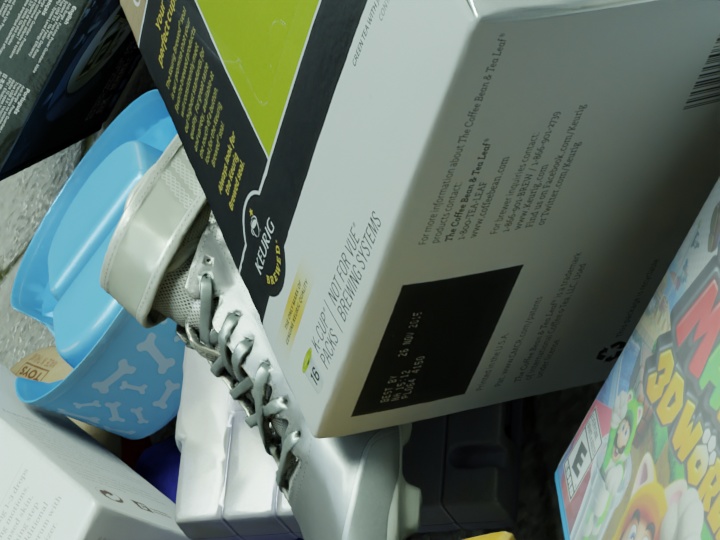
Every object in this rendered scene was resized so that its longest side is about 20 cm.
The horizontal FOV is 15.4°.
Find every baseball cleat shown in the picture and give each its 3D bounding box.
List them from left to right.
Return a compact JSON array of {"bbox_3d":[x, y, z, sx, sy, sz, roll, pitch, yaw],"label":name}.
[{"bbox_3d":[-0.035,0.030,0.899,0.070,0.106,0.201,107,161,-50],"label":"baseball cleat"}]

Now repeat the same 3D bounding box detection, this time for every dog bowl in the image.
[{"bbox_3d":[-0.090,-0.001,1.089,0.112,0.049,0.200,-52,20,12],"label":"dog bowl"}]

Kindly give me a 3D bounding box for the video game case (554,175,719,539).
[{"bbox_3d":[0.106,0.034,0.721,0.144,0.018,0.201,-95,25,-51],"label":"video game case"}]

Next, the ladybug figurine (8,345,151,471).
[{"bbox_3d":[-0.139,0.129,1.137,0.136,0.072,0.201,15,85,59],"label":"ladybug figurine"}]

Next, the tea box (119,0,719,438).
[{"bbox_3d":[0.028,-0.090,0.837,0.197,0.133,0.200,64,152,30],"label":"tea box"}]

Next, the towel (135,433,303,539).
[{"bbox_3d":[-0.040,0.135,1.003,0.148,0.049,0.201,-40,40,45],"label":"towel"}]

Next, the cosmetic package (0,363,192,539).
[{"bbox_3d":[-0.148,0.101,1.039,0.200,0.071,0.102,33,96,48],"label":"cosmetic package"}]

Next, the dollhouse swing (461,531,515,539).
[{"bbox_3d":[-0.008,0.223,0.797,0.181,0.176,0.200,-17,27,29],"label":"dollhouse swing"}]

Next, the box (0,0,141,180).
[{"bbox_3d":[-0.130,-0.155,1.207,0.201,0.086,0.164,-59,-5,16],"label":"box"}]

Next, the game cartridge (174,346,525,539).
[{"bbox_3d":[0.000,0.000,0.973,0.129,0.038,0.201,-7,62,25],"label":"game cartridge"}]
